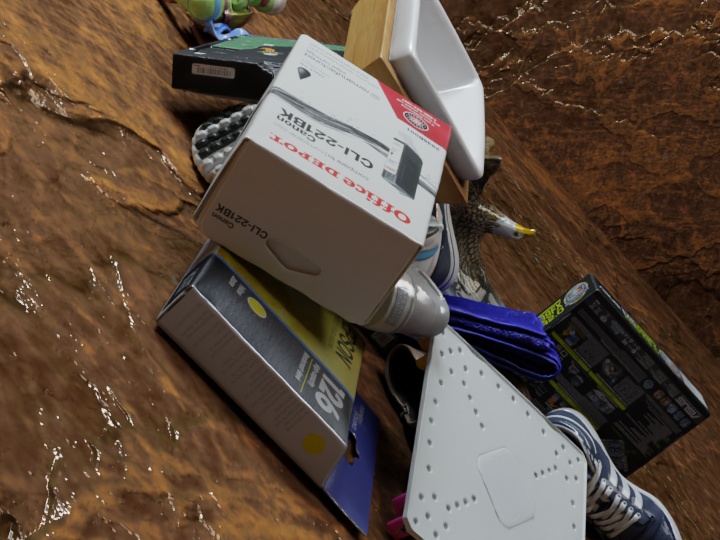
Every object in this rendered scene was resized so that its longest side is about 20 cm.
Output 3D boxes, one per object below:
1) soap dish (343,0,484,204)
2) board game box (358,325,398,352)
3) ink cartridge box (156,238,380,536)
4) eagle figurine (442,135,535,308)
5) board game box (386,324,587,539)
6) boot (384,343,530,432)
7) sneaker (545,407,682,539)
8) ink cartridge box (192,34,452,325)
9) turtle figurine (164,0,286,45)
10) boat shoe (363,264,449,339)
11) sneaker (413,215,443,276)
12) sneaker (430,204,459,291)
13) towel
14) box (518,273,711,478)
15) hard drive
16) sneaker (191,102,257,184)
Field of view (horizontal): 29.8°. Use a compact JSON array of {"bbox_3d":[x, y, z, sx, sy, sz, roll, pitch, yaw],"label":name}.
[{"bbox_3d":[0.047,-0.166,1.220,0.158,0.081,0.200,57,22,-28],"label":"soap dish"},{"bbox_3d":[0.000,0.000,1.282,0.105,0.023,0.200,49,14,-11],"label":"board game box"},{"bbox_3d":[-0.044,0.062,0.951,0.200,0.047,0.198,45,14,-10],"label":"ink cartridge box"},{"bbox_3d":[0.115,-0.037,1.475,0.150,0.201,0.151,24,20,37],"label":"eagle figurine"},{"bbox_3d":[0.102,0.169,1.031,0.200,0.026,0.201,43,37,-26],"label":"board game box"},{"bbox_3d":[0.081,0.106,1.182,0.146,0.070,0.200,32,14,-28],"label":"boot"},{"bbox_3d":[0.238,0.224,1.342,0.200,0.070,0.108,52,14,16],"label":"sneaker"},{"bbox_3d":[-0.021,-0.071,0.992,0.144,0.084,0.200,31,31,-8],"label":"ink cartridge box"},{"bbox_3d":[-0.147,-0.324,1.407,0.200,0.144,0.194,54,11,1],"label":"turtle figurine"},{"bbox_3d":[0.011,0.007,1.095,0.068,0.072,0.200,22,1,-27],"label":"boat shoe"},{"bbox_3d":[0.010,-0.023,1.214,0.075,0.087,0.200,-5,20,-18],"label":"sneaker"},{"bbox_3d":[0.042,-0.079,1.325,0.079,0.078,0.201,10,61,-55],"label":"sneaker"},{"bbox_3d":[0.113,0.052,1.268,0.147,0.050,0.200,19,3,2],"label":"towel"},{"bbox_3d":[0.246,0.125,1.431,0.200,0.160,0.044,45,17,-17],"label":"box"},{"bbox_3d":[-0.075,-0.185,1.246,0.139,0.038,0.200,8,17,11],"label":"hard drive"},{"bbox_3d":[-0.085,-0.068,1.123,0.200,0.075,0.081,62,-2,47],"label":"sneaker"}]
